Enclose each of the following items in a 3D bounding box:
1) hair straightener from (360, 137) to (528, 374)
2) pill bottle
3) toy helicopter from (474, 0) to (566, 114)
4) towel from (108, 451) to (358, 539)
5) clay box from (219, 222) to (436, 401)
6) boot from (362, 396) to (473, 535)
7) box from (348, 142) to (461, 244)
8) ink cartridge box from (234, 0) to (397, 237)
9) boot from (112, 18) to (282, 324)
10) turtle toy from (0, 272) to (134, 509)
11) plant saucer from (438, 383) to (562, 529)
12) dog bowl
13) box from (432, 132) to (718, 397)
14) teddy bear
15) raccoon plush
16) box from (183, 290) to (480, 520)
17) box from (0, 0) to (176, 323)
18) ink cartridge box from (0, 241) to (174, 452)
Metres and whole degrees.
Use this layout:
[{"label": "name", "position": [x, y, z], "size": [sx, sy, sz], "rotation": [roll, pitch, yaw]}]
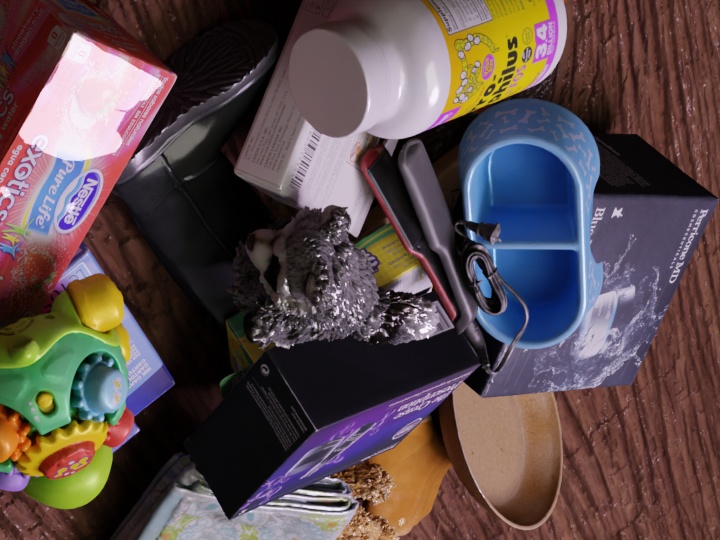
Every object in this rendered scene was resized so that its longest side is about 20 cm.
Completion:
[{"label": "hair straightener", "position": [0.073, -0.009, 1.346], "size": [0.041, 0.076, 0.202], "rotation": [-44, 116, -45]}, {"label": "pill bottle", "position": [0.045, -0.151, 1.213], "size": [0.199, 0.104, 0.105], "rotation": [-25, 138, -42]}, {"label": "toy helicopter", "position": [0.080, -0.165, 1.369], "size": [0.200, 0.079, 0.133], "rotation": [-44, 156, -25]}, {"label": "towel", "position": [-0.117, 0.231, 1.492], "size": [0.170, 0.048, 0.200], "rotation": [14, 133, -28]}, {"label": "clay box", "position": [-0.034, 0.038, 1.420], "size": [0.199, 0.048, 0.115], "rotation": [-30, 163, -13]}, {"label": "boot", "position": [0.022, 0.177, 1.618], "size": [0.200, 0.071, 0.145], "rotation": [-2, 117, -49]}, {"label": "box", "position": [0.081, -0.032, 1.542], "size": [0.199, 0.021, 0.164], "rotation": [-37, 139, -12]}, {"label": "ink cartridge box", "position": [-0.009, -0.138, 1.312], "size": [0.202, 0.044, 0.176], "rotation": [-67, 160, -3]}, {"label": "boot", "position": [-0.093, -0.069, 1.316], "size": [0.164, 0.066, 0.200], "rotation": [-37, 138, -3]}, {"label": "turtle toy", "position": [-0.208, 0.093, 1.184], "size": [0.145, 0.102, 0.200], "rotation": [-24, 160, -12]}, {"label": "plant saucer", "position": [0.123, 0.138, 1.633], "size": [0.035, 0.202, 0.200], "rotation": [-16, 154, 31]}, {"label": "dog bowl", "position": [0.129, -0.030, 1.379], "size": [0.050, 0.110, 0.202], "rotation": [-67, 155, -61]}, {"label": "box", "position": [0.172, -0.008, 1.535], "size": [0.199, 0.117, 0.198], "rotation": [-2, 123, -42]}, {"label": "teddy bear", "position": [-0.039, 0.208, 1.566], "size": [0.201, 0.143, 0.067], "rotation": [83, 16, -48]}, {"label": "raccoon plush", "position": [0.000, 0.000, 1.283], "size": [0.198, 0.134, 0.098], "rotation": [-1, 82, -32]}, {"label": "box", "position": [-0.021, 0.105, 1.416], "size": [0.199, 0.079, 0.141], "rotation": [-18, 160, -45]}, {"label": "box", "position": [-0.224, -0.078, 1.164], "size": [0.094, 0.103, 0.201], "rotation": [18, 108, -49]}, {"label": "ink cartridge box", "position": [-0.226, 0.067, 1.303], "size": [0.136, 0.076, 0.201], "rotation": [-39, 142, -11]}]
